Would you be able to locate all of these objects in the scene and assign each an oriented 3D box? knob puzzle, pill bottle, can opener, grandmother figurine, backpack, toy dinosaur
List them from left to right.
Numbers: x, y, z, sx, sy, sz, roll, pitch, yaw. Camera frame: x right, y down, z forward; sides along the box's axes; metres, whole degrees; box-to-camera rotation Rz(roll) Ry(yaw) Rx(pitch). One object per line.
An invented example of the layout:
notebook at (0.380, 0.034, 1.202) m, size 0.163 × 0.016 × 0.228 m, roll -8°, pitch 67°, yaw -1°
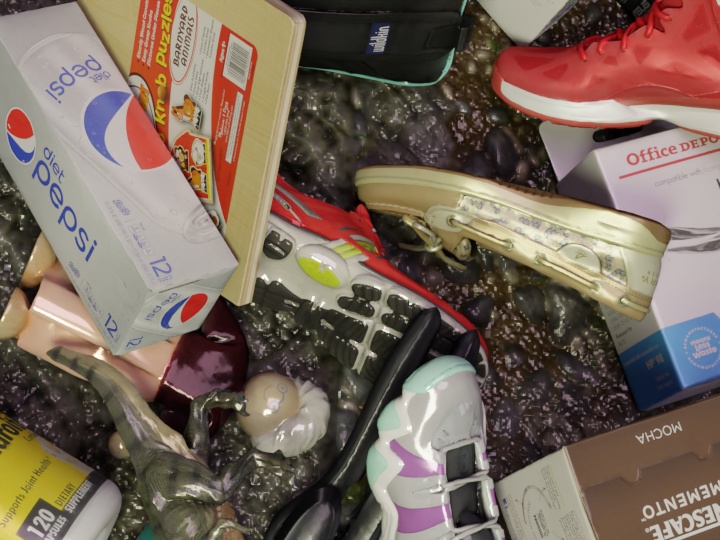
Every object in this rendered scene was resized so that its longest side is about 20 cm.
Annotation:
pill bottle at (-0.237, 0.116, 1.071) m, size 0.199 × 0.112 × 0.113 m, roll 31°, pitch 68°, yaw 2°
grandmother figurine at (-0.111, 0.056, 1.161) m, size 0.198 × 0.061 × 0.122 m, roll 24°, pitch 78°, yaw -6°
knob puzzle at (-0.105, -0.104, 1.151) m, size 0.030 × 0.219 × 0.221 m, roll -14°, pitch 78°, yaw -40°
toy dinosaur at (-0.091, 0.108, 1.098) m, size 0.088 × 0.048 × 0.201 m, roll -25°, pitch 72°, yaw -16°
backpack at (-0.032, -0.209, 1.200) m, size 0.198 × 0.176 × 0.154 m, roll -4°, pitch 59°, yaw -16°
can opener at (0.008, 0.116, 1.146) m, size 0.063 × 0.079 × 0.201 m, roll 35°, pitch 90°, yaw -12°

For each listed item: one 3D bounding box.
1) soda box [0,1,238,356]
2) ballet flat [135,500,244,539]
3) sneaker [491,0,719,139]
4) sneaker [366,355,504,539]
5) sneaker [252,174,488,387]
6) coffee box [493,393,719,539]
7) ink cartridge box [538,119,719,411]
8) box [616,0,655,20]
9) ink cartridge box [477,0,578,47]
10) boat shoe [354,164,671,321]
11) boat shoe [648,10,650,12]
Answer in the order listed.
soda box at (-0.152, -0.056, 1.143) m, size 0.063 × 0.068 × 0.201 m, roll -17°, pitch 64°, yaw -37°
ballet flat at (-0.133, 0.209, 1.108) m, size 0.200 × 0.070 × 0.065 m, roll -44°, pitch 109°, yaw -19°
sneaker at (0.180, -0.152, 1.245) m, size 0.198 × 0.117 × 0.079 m, roll 6°, pitch 31°, yaw 13°
sneaker at (0.067, 0.156, 1.088) m, size 0.077 × 0.202 × 0.139 m, roll -17°, pitch 36°, yaw -39°
sneaker at (0.000, 0.000, 1.200) m, size 0.199 × 0.077 × 0.085 m, roll 34°, pitch 42°, yaw -6°
coffee box at (0.139, 0.140, 1.133) m, size 0.112 × 0.200 × 0.081 m, roll -15°, pitch 79°, yaw -19°
ink cartridge box at (0.203, -0.026, 1.272) m, size 0.115 × 0.067 × 0.202 m, roll -16°, pitch 79°, yaw -20°
box at (0.190, -0.270, 1.267) m, size 0.164 × 0.200 × 0.086 m, roll 46°, pitch 69°, yaw 1°
ink cartridge box at (0.113, -0.224, 1.230) m, size 0.050 × 0.200 × 0.109 m, roll -40°, pitch 88°, yaw -22°
boat shoe at (0.086, -0.022, 1.212) m, size 0.198 × 0.073 × 0.063 m, roll 14°, pitch 92°, yaw 18°
boat shoe at (0.276, -0.121, 1.309) m, size 0.198 × 0.071 × 0.064 m, roll 19°, pitch 58°, yaw -17°
